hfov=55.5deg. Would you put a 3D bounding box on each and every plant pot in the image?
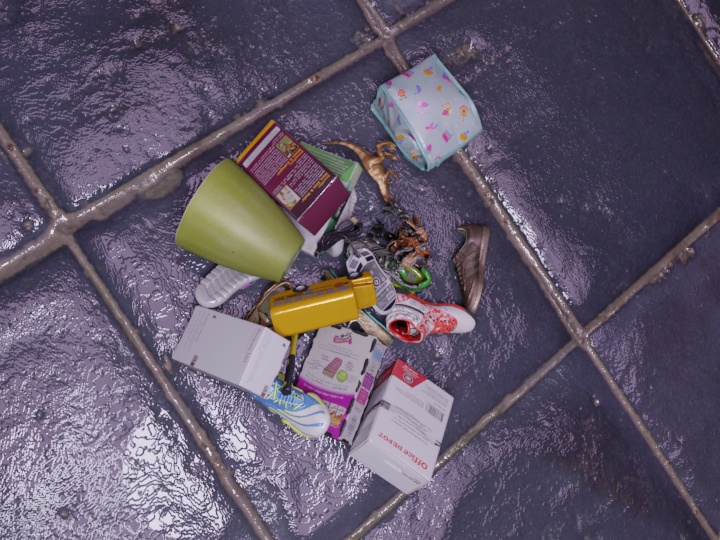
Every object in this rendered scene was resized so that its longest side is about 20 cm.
[{"bbox_3d":[-0.208,-0.073,1.271,0.198,0.187,0.189,32,73,0],"label":"plant pot"}]

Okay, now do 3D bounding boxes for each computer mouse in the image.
[{"bbox_3d":[0.000,0.000,1.339,0.109,0.044,0.202,-39,105,-37],"label":"computer mouse"}]

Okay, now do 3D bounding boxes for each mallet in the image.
[{"bbox_3d":[-0.121,0.149,1.270,0.041,0.201,0.066,37,110,-21],"label":"mallet"}]

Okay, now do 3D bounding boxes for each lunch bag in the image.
[{"bbox_3d":[0.146,-0.330,1.467,0.169,0.122,0.201,-35,85,-19],"label":"lunch bag"}]

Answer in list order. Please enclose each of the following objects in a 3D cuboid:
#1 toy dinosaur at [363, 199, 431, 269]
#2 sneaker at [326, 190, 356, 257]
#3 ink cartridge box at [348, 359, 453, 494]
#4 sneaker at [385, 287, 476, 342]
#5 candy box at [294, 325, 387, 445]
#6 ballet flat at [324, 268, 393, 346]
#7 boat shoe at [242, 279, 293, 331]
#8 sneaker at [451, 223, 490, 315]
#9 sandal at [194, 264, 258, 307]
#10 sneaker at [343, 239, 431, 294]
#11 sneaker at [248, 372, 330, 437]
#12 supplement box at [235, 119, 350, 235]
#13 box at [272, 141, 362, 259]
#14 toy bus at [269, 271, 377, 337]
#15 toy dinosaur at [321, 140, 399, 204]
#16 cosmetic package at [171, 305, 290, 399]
[{"bbox_3d":[0.088,-0.066,1.387,0.134,0.200,0.103,32,98,0],"label":"toy dinosaur"},{"bbox_3d":[-0.043,-0.129,1.405,0.079,0.076,0.204,1,81,-25],"label":"sneaker"},{"bbox_3d":[0.082,0.298,1.312,0.143,0.084,0.201,35,43,-7],"label":"ink cartridge box"},{"bbox_3d":[0.142,0.112,1.389,0.198,0.068,0.109,19,36,-7],"label":"sneaker"},{"bbox_3d":[-0.047,0.212,1.310,0.134,0.061,0.203,13,74,30],"label":"candy box"},{"bbox_3d":[-0.017,0.087,1.378,0.200,0.071,0.071,46,72,-4],"label":"ballet flat"},{"bbox_3d":[-0.192,0.100,1.317,0.075,0.074,0.202,30,74,-8],"label":"boat shoe"},{"bbox_3d":[0.229,-0.002,1.470,0.074,0.071,0.204,9,74,6],"label":"sneaker"},{"bbox_3d":[-0.239,0.009,1.333,0.201,0.050,0.082,-33,65,-31],"label":"sandal"},{"bbox_3d":[0.059,-0.015,1.404,0.197,0.085,0.079,20,75,-11],"label":"sneaker"},{"bbox_3d":[-0.145,0.238,1.240,0.104,0.198,0.077,29,85,-46],"label":"sneaker"},{"bbox_3d":[-0.129,-0.178,1.308,0.111,0.086,0.200,-47,65,1],"label":"supplement box"},{"bbox_3d":[-0.100,-0.141,1.354,0.143,0.036,0.203,24,85,24],"label":"box"},{"bbox_3d":[-0.067,0.062,1.267,0.196,0.079,0.066,-13,113,-3],"label":"toy bus"},{"bbox_3d":[0.024,-0.232,1.446,0.106,0.060,0.201,-40,92,-17],"label":"toy dinosaur"},{"bbox_3d":[-0.235,0.144,1.233,0.081,0.197,0.115,40,66,-46],"label":"cosmetic package"}]
